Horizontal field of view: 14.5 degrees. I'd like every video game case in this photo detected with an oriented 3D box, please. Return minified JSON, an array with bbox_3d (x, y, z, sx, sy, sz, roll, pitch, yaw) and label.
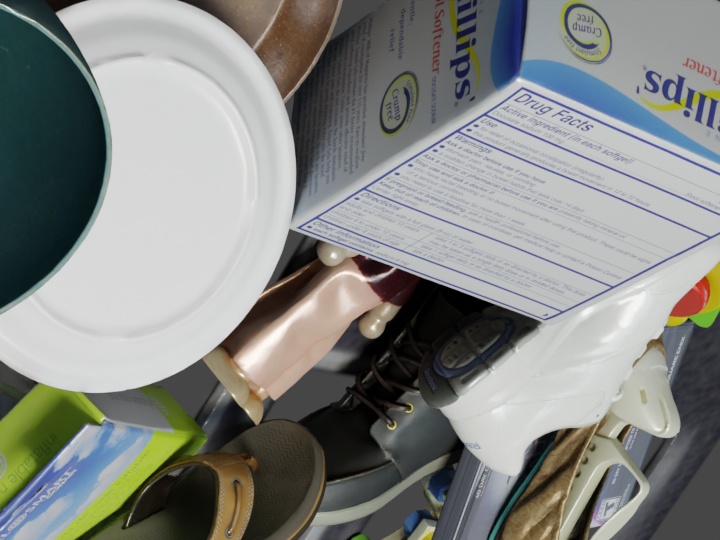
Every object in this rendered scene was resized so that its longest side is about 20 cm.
[{"bbox_3d":[0.126,0.097,1.726,0.200,0.019,0.143,-4,117,-55],"label":"video game case"}]

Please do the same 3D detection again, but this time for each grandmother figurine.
[{"bbox_3d":[0.000,0.000,1.590,0.200,0.061,0.121,-39,166,-3],"label":"grandmother figurine"}]

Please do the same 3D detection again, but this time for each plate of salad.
[{"bbox_3d":[-0.123,-0.039,1.408,0.199,0.048,0.201,-9,107,-30],"label":"plate of salad"}]

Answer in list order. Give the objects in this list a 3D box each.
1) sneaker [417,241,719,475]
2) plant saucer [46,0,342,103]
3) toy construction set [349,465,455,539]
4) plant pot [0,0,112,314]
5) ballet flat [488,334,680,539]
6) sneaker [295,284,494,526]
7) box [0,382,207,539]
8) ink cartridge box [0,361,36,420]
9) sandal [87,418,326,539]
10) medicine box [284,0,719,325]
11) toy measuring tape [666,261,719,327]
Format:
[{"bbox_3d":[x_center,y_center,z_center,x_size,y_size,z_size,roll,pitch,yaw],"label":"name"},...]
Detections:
[{"bbox_3d":[0.127,0.035,1.607,0.200,0.075,0.087,-35,119,-8],"label":"sneaker"},{"bbox_3d":[-0.102,-0.134,1.411,0.200,0.035,0.201,-19,136,-19],"label":"plant saucer"},{"bbox_3d":[0.070,0.201,1.798,0.200,0.092,0.131,34,104,-36],"label":"toy construction set"},{"bbox_3d":[-0.222,-0.083,1.271,0.199,0.135,0.201,-10,133,-11],"label":"plant pot"},{"bbox_3d":[0.144,0.102,1.669,0.068,0.072,0.201,15,102,-60],"label":"ballet flat"},{"bbox_3d":[0.015,0.070,1.655,0.199,0.075,0.107,-23,134,-31],"label":"sneaker"},{"bbox_3d":[-0.163,0.113,1.516,0.122,0.048,0.200,-46,165,6],"label":"box"},{"bbox_3d":[-0.274,0.085,1.476,0.146,0.048,0.200,-46,138,10],"label":"ink cartridge box"},{"bbox_3d":[-0.097,0.133,1.553,0.200,0.082,0.055,-27,136,-31],"label":"sandal"},{"bbox_3d":[0.091,-0.072,1.460,0.182,0.103,0.200,20,148,-31],"label":"medicine box"},{"bbox_3d":[0.200,-0.030,1.671,0.073,0.074,0.200,-16,151,-23],"label":"toy measuring tape"}]
